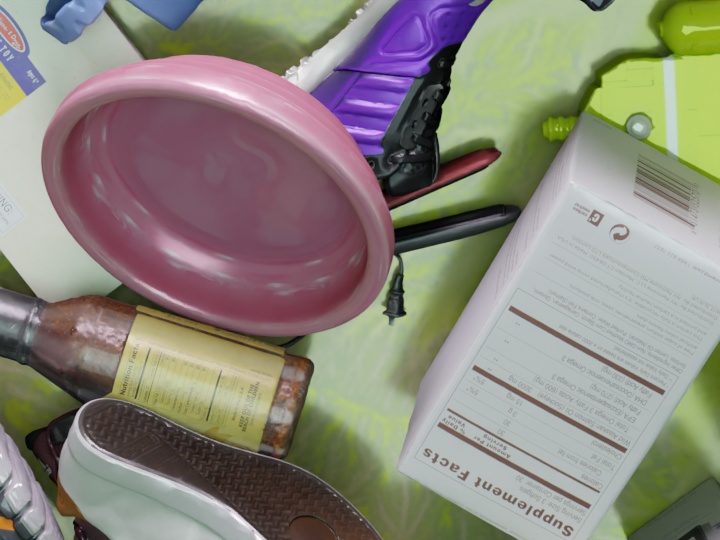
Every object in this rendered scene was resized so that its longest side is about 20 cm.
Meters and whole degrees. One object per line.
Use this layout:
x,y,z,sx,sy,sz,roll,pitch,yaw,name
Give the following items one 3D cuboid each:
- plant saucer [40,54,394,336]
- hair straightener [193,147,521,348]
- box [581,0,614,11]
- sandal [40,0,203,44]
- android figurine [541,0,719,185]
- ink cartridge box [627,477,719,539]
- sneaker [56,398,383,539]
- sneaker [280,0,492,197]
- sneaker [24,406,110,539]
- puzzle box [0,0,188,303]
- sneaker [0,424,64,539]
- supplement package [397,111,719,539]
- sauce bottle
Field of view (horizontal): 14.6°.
-0.073,-0.046,1.525,0.199,0.051,0.201,15,142,12,plant saucer
0.000,0.000,1.609,0.199,0.041,0.077,-22,100,1,hair straightener
0.090,-0.253,1.488,0.123,0.198,0.200,-43,98,4,box
-0.106,-0.174,1.554,0.199,0.079,0.088,-5,101,-8,sandal
0.203,-0.064,1.605,0.199,0.041,0.183,-2,100,-3,android figurine
0.217,0.202,1.570,0.067,0.200,0.116,-35,99,5,ink cartridge box
-0.076,0.146,1.559,0.199,0.073,0.085,27,127,4,sneaker
0.022,-0.096,1.571,0.200,0.070,0.100,-39,84,14,sneaker
-0.159,0.150,1.625,0.115,0.076,0.200,33,88,-1,sneaker
-0.177,-0.086,1.600,0.133,0.025,0.200,-36,99,5,puzzle box
-0.249,0.116,1.549,0.112,0.078,0.200,-35,104,-1,sneaker
0.120,0.038,1.557,0.117,0.117,0.201,28,114,-5,supplement package
-0.128,0.051,1.580,0.199,0.066,0.066,17,99,3,sauce bottle
